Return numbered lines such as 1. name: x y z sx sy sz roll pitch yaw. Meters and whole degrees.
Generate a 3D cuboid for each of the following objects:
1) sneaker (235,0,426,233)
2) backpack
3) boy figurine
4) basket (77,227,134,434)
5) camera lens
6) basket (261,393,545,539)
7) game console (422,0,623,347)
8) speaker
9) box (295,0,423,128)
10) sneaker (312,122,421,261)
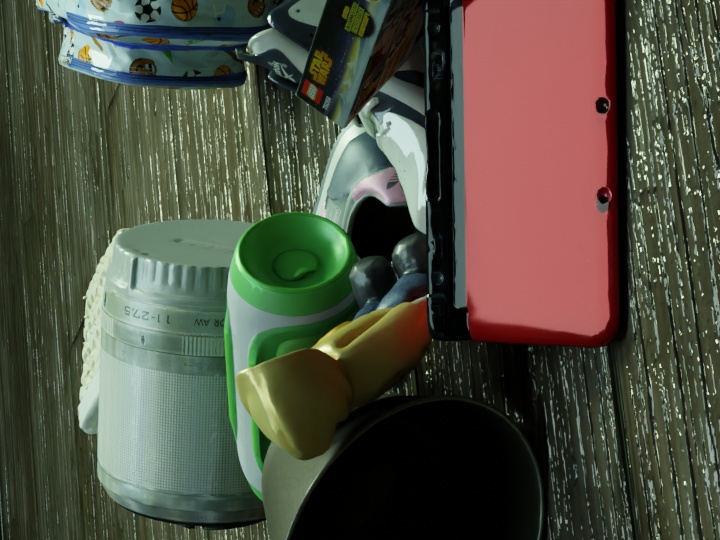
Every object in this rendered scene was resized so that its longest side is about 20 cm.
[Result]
1. sneaker: -0.007 -0.107 1.547 0.080 0.129 0.200 98 166 -71
2. backpack: -0.150 -0.214 1.987 0.190 0.199 0.155 -166 70 -67
3. boy figurine: -0.014 0.049 1.467 0.124 0.200 0.065 -25 98 33
4. basket: -0.148 0.051 2.086 0.200 0.135 0.124 131 139 -68
5. camera lens: -0.110 0.077 1.895 0.160 0.159 0.201 -137 48 -69
6. basket: 0.011 0.140 1.521 0.181 0.136 0.200 -58 12 1
7. game console: 0.097 -0.064 1.404 0.172 0.118 0.201 -8 -82 -74
8. speaker: -0.039 0.061 1.645 0.089 0.088 0.201 -108 12 -45
9. box: 0.034 -0.184 1.430 0.137 0.040 0.200 -49 -11 -34
10. sneaker: 0.000 0.000 1.661 0.082 0.070 0.201 -107 20 -48
